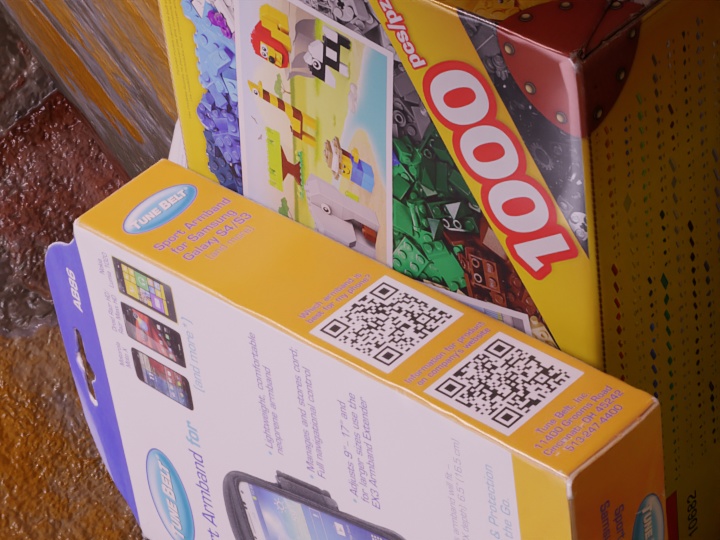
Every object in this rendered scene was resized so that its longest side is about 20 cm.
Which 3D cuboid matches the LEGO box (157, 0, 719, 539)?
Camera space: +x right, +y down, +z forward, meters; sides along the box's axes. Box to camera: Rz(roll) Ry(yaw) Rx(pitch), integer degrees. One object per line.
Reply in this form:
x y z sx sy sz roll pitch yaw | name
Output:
0.030 -0.015 0.737 0.148 0.077 0.201 25 138 36 | LEGO box

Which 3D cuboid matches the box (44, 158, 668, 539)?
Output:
-0.004 0.050 0.735 0.199 0.041 0.120 28 140 37 | box

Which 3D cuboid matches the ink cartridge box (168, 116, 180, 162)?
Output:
-0.030 -0.016 1.163 0.067 0.117 0.200 15 172 -21 | ink cartridge box

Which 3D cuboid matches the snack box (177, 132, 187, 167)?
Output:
0.000 0.000 0.914 0.200 0.024 0.072 48 143 35 | snack box
